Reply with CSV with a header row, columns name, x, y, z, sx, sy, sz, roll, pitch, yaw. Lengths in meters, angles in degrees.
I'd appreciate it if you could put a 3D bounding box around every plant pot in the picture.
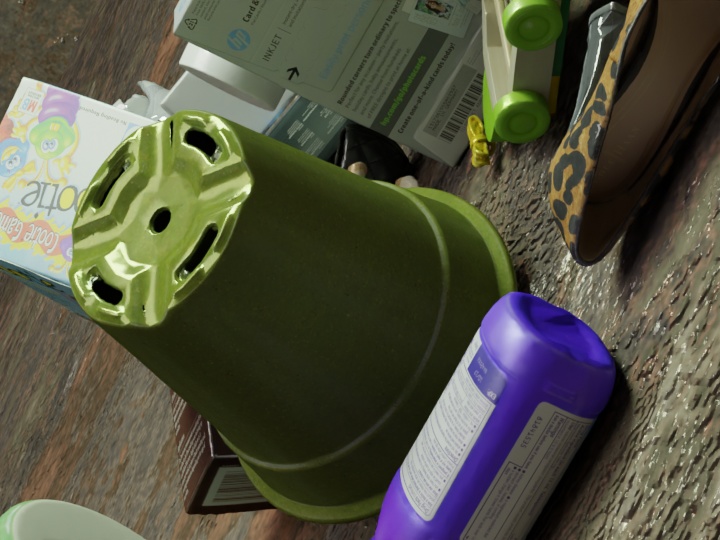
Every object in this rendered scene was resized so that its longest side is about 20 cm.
name,x,y,z,sx,sy,sz,roll,pitch,yaw
plant pot,-0.050,0.008,1.378,0.199,0.190,0.201,-21,54,31

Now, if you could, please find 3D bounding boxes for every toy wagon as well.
name,x,y,z,sx,sy,sz,roll,pitch,yaw
toy wagon,0.088,-0.144,1.491,0.201,0.039,0.156,93,173,-45

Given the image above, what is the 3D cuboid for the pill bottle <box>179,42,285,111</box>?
name,x,y,z,sx,sy,sz,roll,pitch,yaw
pill bottle,-0.043,-0.207,1.669,0.201,0.110,0.111,-65,15,-2

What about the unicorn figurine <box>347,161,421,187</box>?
name,x,y,z,sx,sy,sz,roll,pitch,yaw
unicorn figurine,0.000,0.000,1.619,0.200,0.073,0.138,110,163,-45

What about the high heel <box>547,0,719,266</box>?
name,x,y,z,sx,sy,sz,roll,pitch,yaw
high heel,0.152,-0.088,1.235,0.200,0.071,0.143,139,145,-62

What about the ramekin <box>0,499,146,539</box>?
name,x,y,z,sx,sy,sz,roll,pitch,yaw
ramekin,-0.167,0.231,1.573,0.098,0.200,0.200,-52,18,16

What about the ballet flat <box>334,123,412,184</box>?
name,x,y,z,sx,sy,sz,roll,pitch,yaw
ballet flat,-0.041,-0.015,1.741,0.200,0.057,0.067,-52,14,15

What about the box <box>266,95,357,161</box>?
name,x,y,z,sx,sy,sz,roll,pitch,yaw
box,-0.056,-0.072,1.832,0.200,0.046,0.159,-53,4,-39

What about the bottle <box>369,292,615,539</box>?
name,x,y,z,sx,sy,sz,roll,pitch,yaw
bottle,0.050,0.111,1.255,0.201,0.065,0.084,-61,15,15

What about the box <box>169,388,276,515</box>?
name,x,y,z,sx,sy,sz,roll,pitch,yaw
box,-0.081,0.043,1.642,0.100,0.075,0.201,118,145,-61

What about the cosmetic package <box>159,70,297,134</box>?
name,x,y,z,sx,sy,sz,roll,pitch,yaw
cosmetic package,-0.044,-0.175,1.807,0.200,0.071,0.101,-49,4,15

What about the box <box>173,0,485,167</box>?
name,x,y,z,sx,sy,sz,roll,pitch,yaw
box,0.007,-0.172,1.586,0.156,0.199,0.041,-59,17,24

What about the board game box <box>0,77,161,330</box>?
name,x,y,z,sx,sy,sz,roll,pitch,yaw
board game box,-0.126,-0.017,1.499,0.105,0.200,0.103,20,81,30

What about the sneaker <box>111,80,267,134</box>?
name,x,y,z,sx,sy,sz,roll,pitch,yaw
sneaker,-0.126,-0.093,2.002,0.075,0.115,0.200,-64,-9,-1
